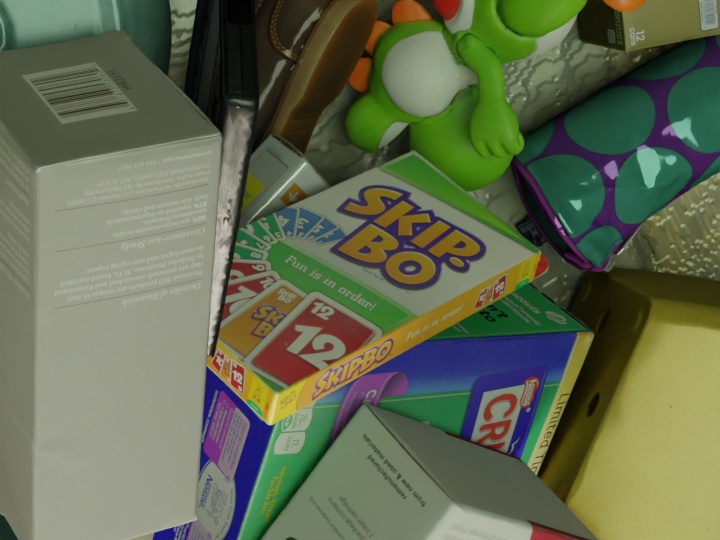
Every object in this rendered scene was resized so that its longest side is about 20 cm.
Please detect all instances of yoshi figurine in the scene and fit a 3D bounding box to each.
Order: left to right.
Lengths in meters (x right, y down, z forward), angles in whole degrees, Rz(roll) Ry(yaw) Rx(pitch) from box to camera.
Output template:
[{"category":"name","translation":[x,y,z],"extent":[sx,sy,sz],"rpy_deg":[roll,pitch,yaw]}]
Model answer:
[{"category":"yoshi figurine","translation":[0.081,-0.114,0.930],"extent":[0.112,0.112,0.200],"rpy_deg":[1,148,-49]}]

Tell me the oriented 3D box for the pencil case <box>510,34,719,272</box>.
[{"category":"pencil case","translation":[0.183,-0.078,1.001],"extent":[0.200,0.085,0.092],"rpy_deg":[-31,94,-8]}]

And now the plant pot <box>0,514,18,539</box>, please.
[{"category":"plant pot","translation":[-0.246,0.156,0.863],"extent":[0.141,0.200,0.141],"rpy_deg":[-26,107,-10]}]

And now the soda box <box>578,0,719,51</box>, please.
[{"category":"soda box","translation":[0.153,-0.228,0.966],"extent":[0.064,0.068,0.200],"rpy_deg":[-11,105,-13]}]

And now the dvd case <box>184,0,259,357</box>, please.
[{"category":"dvd case","translation":[-0.066,-0.080,0.789],"extent":[0.018,0.200,0.143],"rpy_deg":[6,131,-10]}]

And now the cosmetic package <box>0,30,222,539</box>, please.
[{"category":"cosmetic package","translation":[-0.121,0.013,0.739],"extent":[0.090,0.107,0.200],"rpy_deg":[-15,129,-27]}]

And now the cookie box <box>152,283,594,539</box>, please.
[{"category":"cookie box","translation":[0.007,0.091,0.930],"extent":[0.200,0.075,0.171],"rpy_deg":[-3,122,-38]}]

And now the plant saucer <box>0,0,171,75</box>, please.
[{"category":"plant saucer","translation":[-0.177,-0.104,0.755],"extent":[0.200,0.036,0.200],"rpy_deg":[-4,101,-19]}]

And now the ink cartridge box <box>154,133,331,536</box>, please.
[{"category":"ink cartridge box","translation":[-0.055,0.058,0.946],"extent":[0.200,0.047,0.198],"rpy_deg":[-45,135,-2]}]

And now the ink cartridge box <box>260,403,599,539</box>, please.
[{"category":"ink cartridge box","translation":[0.008,0.182,0.883],"extent":[0.146,0.083,0.200],"rpy_deg":[23,107,-48]}]

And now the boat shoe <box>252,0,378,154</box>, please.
[{"category":"boat shoe","translation":[-0.065,-0.076,0.941],"extent":[0.070,0.070,0.200],"rpy_deg":[32,99,16]}]

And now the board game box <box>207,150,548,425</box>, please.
[{"category":"board game box","translation":[0.000,0.000,0.847],"extent":[0.200,0.096,0.030],"rpy_deg":[-25,144,-40]}]

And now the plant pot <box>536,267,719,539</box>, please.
[{"category":"plant pot","translation":[0.198,0.100,0.997],"extent":[0.176,0.200,0.200],"rpy_deg":[22,95,-10]}]
